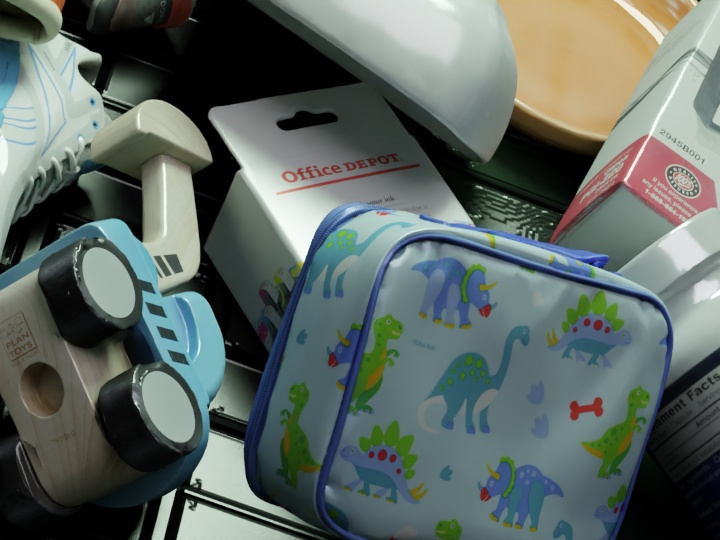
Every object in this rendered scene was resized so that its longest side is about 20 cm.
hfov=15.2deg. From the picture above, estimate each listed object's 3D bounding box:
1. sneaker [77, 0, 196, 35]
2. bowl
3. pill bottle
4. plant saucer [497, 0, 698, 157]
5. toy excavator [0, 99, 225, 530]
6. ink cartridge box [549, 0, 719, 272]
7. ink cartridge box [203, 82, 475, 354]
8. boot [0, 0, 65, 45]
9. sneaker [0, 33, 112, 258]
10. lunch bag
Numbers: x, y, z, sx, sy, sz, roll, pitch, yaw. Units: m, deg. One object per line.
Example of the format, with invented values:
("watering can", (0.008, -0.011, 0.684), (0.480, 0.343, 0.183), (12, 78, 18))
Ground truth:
("sneaker", (-0.173, -0.212, 1.528), (0.082, 0.077, 0.200), (-22, 61, -33))
("bowl", (0.006, -0.145, 1.471), (0.200, 0.075, 0.200), (36, 0, 7))
("pill bottle", (0.204, 0.074, 1.380), (0.116, 0.116, 0.200), (-26, 77, -42))
("plant saucer", (0.127, -0.137, 1.633), (0.200, 0.037, 0.200), (14, 45, -15))
("toy excavator", (-0.116, 0.015, 1.314), (0.200, 0.100, 0.195), (-11, 74, -61))
("ink cartridge box", (0.215, -0.051, 1.525), (0.146, 0.085, 0.200), (37, 48, -6))
("ink cartridge box", (0.000, 0.000, 1.409), (0.115, 0.068, 0.200), (-12, 56, -34))
("boot", (-0.218, -0.186, 1.340), (0.200, 0.075, 0.107), (24, 64, -37))
("sneaker", (-0.168, -0.064, 1.387), (0.087, 0.075, 0.200), (21, 43, -16))
("lunch bag", (0.051, 0.057, 1.285), (0.200, 0.161, 0.082), (14, 3, -38))
